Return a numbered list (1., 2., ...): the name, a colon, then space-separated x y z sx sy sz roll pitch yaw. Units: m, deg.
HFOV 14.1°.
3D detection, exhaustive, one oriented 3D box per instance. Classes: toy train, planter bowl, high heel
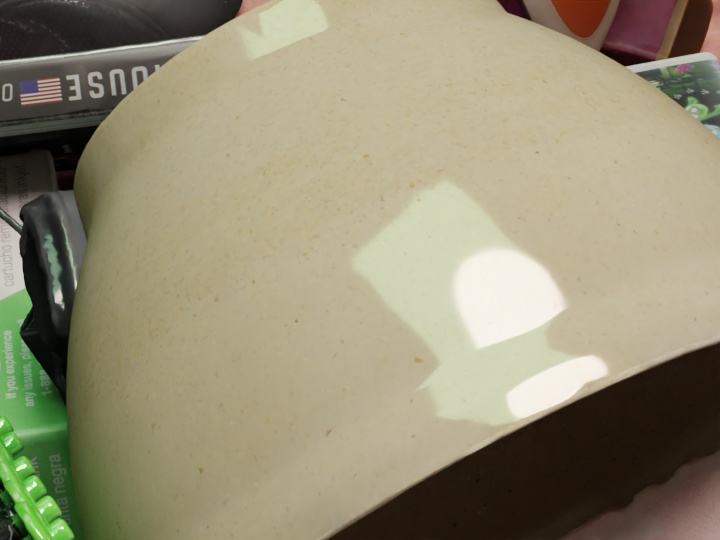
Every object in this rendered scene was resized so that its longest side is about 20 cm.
1. toy train: -0.089 0.075 0.723 0.042 0.057 0.200 -34 12 -7
2. planter bowl: 0.009 0.009 0.723 0.199 0.200 0.135 -21 71 -19
3. high heel: 0.053 -0.109 1.017 0.096 0.200 0.068 22 89 22

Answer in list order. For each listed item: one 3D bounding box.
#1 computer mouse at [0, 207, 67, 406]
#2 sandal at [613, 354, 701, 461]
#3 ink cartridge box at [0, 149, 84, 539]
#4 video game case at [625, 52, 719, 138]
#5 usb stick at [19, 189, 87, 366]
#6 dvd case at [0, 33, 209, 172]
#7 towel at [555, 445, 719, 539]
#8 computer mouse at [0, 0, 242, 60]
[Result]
1. computer mouse: -0.095 0.002 0.835 0.200 0.034 0.059 43 51 13
2. sandal: 0.143 -0.012 0.850 0.200 0.080 0.087 -42 14 -23
3. ink cartridge box: -0.183 0.048 0.891 0.199 0.084 0.146 -9 38 -5
4. video game case: 0.043 0.003 0.912 0.199 0.023 0.182 -11 38 -6
5. usb stick: 0.000 0.000 0.831 0.199 0.033 0.056 -1 53 -23
6. dvd case: -0.103 -0.050 0.962 0.149 0.025 0.200 -7 -2 -2
7. towel: 0.094 0.140 0.679 0.199 0.032 0.192 -30 59 10
8. computer mouse: -0.146 -0.113 1.121 0.199 0.053 0.139 -5 37 0
